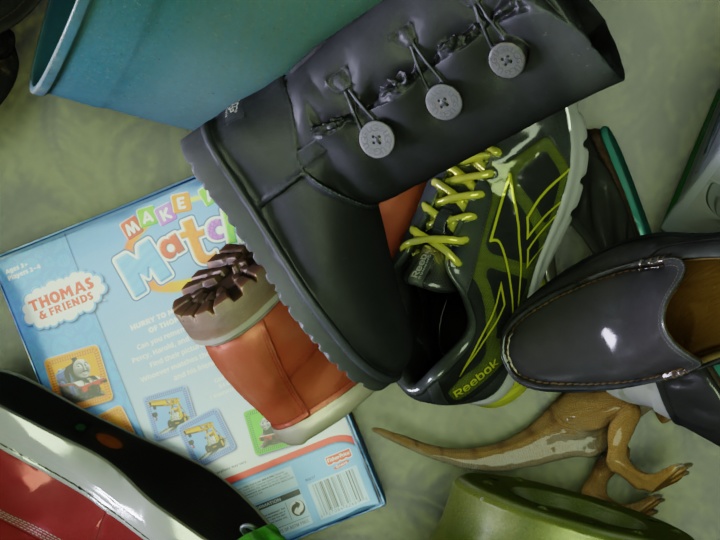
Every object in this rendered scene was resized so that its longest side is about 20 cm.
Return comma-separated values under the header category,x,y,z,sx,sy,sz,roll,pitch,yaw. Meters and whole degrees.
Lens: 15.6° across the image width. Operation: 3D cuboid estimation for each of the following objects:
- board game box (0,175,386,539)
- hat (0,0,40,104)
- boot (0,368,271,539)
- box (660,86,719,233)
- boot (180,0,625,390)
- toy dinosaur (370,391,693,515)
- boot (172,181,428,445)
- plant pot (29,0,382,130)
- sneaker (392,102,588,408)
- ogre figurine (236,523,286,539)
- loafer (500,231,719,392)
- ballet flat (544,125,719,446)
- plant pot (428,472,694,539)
category,x,y,z,sx,sy,sz,roll,pitch,yaw
board game box,-0.092,0.058,1.403,0.151,0.037,0.201,-21,93,3
hat,-0.237,-0.105,1.345,0.199,0.201,0.081,-14,119,2
boot,-0.143,0.158,1.365,0.199,0.072,0.145,27,107,12
box,0.276,-0.047,1.312,0.199,0.177,0.097,25,71,0
boot,0.040,-0.054,1.246,0.199,0.066,0.165,-33,109,15
toy dinosaur,0.120,0.084,1.398,0.199,0.060,0.107,-31,70,-4
boot,0.000,0.000,1.369,0.200,0.075,0.107,-44,112,-24
plant pot,-0.047,-0.155,1.324,0.187,0.200,0.201,18,93,-12
sneaker,0.061,-0.022,1.324,0.074,0.084,0.201,12,104,36
ogre figurine,-0.093,0.228,1.285,0.200,0.098,0.120,-54,126,-24
loafer,0.153,0.017,1.263,0.199,0.072,0.073,-20,91,23
ballet flat,0.139,0.020,1.356,0.068,0.068,0.201,-29,65,8
plant pot,0.086,0.210,1.324,0.199,0.200,0.194,15,93,1
